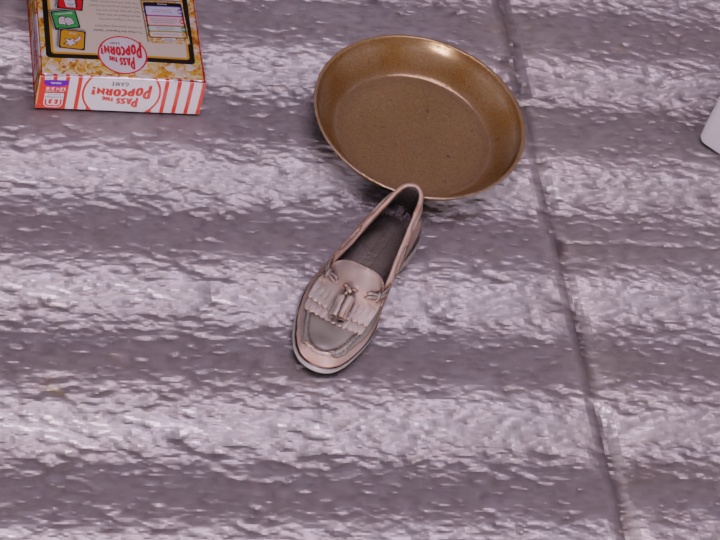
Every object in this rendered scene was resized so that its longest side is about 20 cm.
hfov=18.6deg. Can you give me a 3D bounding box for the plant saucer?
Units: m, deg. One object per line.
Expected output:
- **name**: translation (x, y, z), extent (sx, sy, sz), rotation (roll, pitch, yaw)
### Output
- **plant saucer**: translation (0.051, -0.133, 2.021), extent (0.200, 0.035, 0.200), rotation (8, 51, -10)

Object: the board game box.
- **board game box**: translation (-0.228, -0.235, 2.016), extent (0.151, 0.046, 0.200), rotation (2, 52, -15)

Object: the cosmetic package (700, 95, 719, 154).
- **cosmetic package**: translation (0.464, -0.161, 2.076), extent (0.200, 0.166, 0.167), rotation (37, 52, 15)

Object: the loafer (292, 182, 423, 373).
- **loafer**: translation (0.000, 0.000, 1.881), extent (0.072, 0.063, 0.200), rotation (27, 50, 5)
